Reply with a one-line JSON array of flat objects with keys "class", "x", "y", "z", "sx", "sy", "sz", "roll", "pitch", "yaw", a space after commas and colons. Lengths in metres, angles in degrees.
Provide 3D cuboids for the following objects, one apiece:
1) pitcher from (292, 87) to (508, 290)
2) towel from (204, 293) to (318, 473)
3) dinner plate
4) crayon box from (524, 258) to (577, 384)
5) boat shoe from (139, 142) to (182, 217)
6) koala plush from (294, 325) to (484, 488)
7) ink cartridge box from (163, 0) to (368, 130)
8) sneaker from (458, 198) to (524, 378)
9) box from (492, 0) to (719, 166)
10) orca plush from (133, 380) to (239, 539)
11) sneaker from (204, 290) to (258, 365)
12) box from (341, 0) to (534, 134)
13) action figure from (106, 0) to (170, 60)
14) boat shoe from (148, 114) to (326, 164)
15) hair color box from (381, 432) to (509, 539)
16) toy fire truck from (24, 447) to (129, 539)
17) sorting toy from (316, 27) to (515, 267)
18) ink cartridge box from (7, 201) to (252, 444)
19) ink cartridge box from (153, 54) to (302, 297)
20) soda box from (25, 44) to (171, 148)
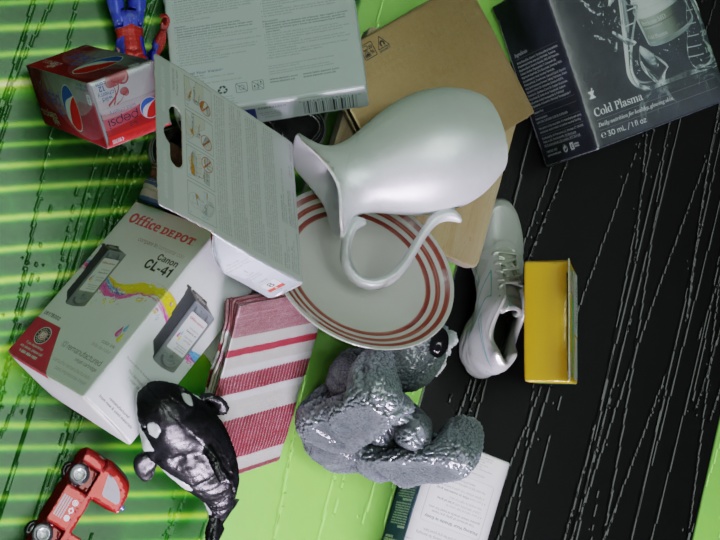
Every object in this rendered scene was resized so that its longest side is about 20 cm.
[{"class": "pitcher", "x": 0.051, "y": -0.085, "z": 1.363, "sx": 0.197, "sy": 0.121, "sz": 0.174, "roll": -19, "pitch": 86, "yaw": -15}, {"class": "towel", "x": -0.104, "y": 0.111, "z": 1.358, "sx": 0.143, "sy": 0.023, "sz": 0.203, "roll": -8, "pitch": 120, "yaw": -53}, {"class": "dinner plate", "x": 0.000, "y": 0.000, "z": 1.370, "sx": 0.197, "sy": 0.024, "sz": 0.202, "roll": 13, "pitch": 50, "yaw": -15}, {"class": "crayon box", "x": 0.206, "y": 0.058, "z": 1.479, "sx": 0.051, "sy": 0.200, "sz": 0.128, "roll": 0, "pitch": 85, "yaw": 10}, {"class": "boat shoe", "x": -0.123, "y": -0.069, "z": 1.380, "sx": 0.198, "sy": 0.072, "sz": 0.073, "roll": 22, "pitch": 88, "yaw": -37}, {"class": "koala plush", "x": 0.031, "y": 0.105, "z": 1.435, "sx": 0.177, "sy": 0.183, "sz": 0.202, "roll": 38, "pitch": 53, "yaw": -28}, {"class": "ink cartridge box", "x": -0.100, "y": -0.245, "z": 1.400, "sx": 0.196, "sy": 0.041, "sz": 0.203, "roll": -8, "pitch": 65, "yaw": 0}, {"class": "sneaker", "x": 0.159, "y": 0.018, "z": 1.523, "sx": 0.069, "sy": 0.080, "sz": 0.204, "roll": 7, "pitch": 82, "yaw": -20}, {"class": "box", "x": 0.287, "y": -0.250, "z": 1.577, "sx": 0.198, "sy": 0.124, "sz": 0.199, "roll": -21, "pitch": 92, "yaw": -23}, {"class": "orca plush", "x": -0.150, "y": 0.190, "z": 1.276, "sx": 0.104, "sy": 0.071, "sz": 0.202, "roll": -24, "pitch": 128, "yaw": -24}, {"class": "sneaker", "x": -0.088, "y": 0.018, "z": 1.419, "sx": 0.199, "sy": 0.073, "sz": 0.085, "roll": -35, "pitch": 93, "yaw": -25}, {"class": "box", "x": 0.073, "y": -0.193, "z": 1.457, "sx": 0.199, "sy": 0.021, "sz": 0.165, "roll": -32, "pitch": 98, "yaw": -22}, {"class": "action figure", "x": -0.229, "y": -0.264, "z": 1.372, "sx": 0.064, "sy": 0.099, "sz": 0.203, "roll": -6, "pitch": 91, "yaw": -23}, {"class": "boat shoe", "x": -0.120, "y": -0.139, "z": 1.421, "sx": 0.197, "sy": 0.066, "sz": 0.071, "roll": -7, "pitch": 88, "yaw": -23}, {"class": "hair color box", "x": 0.081, "y": 0.286, "z": 1.476, "sx": 0.099, "sy": 0.060, "sz": 0.203, "roll": 23, "pitch": 77, "yaw": -19}, {"class": "toy fire truck", "x": -0.267, "y": 0.292, "z": 1.333, "sx": 0.140, "sy": 0.049, "sz": 0.202, "roll": 36, "pitch": 72, "yaw": -17}, {"class": "sorting toy", "x": 0.055, "y": -0.128, "z": 1.494, "sx": 0.197, "sy": 0.069, "sz": 0.203, "roll": 21, "pitch": 77, "yaw": -20}, {"class": "ink cartridge box", "x": -0.218, "y": 0.045, "z": 1.313, "sx": 0.201, "sy": 0.147, "sz": 0.086, "roll": -54, "pitch": 133, "yaw": -17}, {"class": "ink cartridge box", "x": -0.133, "y": -0.082, "z": 1.258, "sx": 0.199, "sy": 0.050, "sz": 0.164, "roll": 28, "pitch": 47, "yaw": -46}, {"class": "soda box", "x": -0.251, "y": -0.167, "z": 1.292, "sx": 0.069, "sy": 0.199, "sz": 0.064, "roll": -24, "pitch": 112, "yaw": -22}]
